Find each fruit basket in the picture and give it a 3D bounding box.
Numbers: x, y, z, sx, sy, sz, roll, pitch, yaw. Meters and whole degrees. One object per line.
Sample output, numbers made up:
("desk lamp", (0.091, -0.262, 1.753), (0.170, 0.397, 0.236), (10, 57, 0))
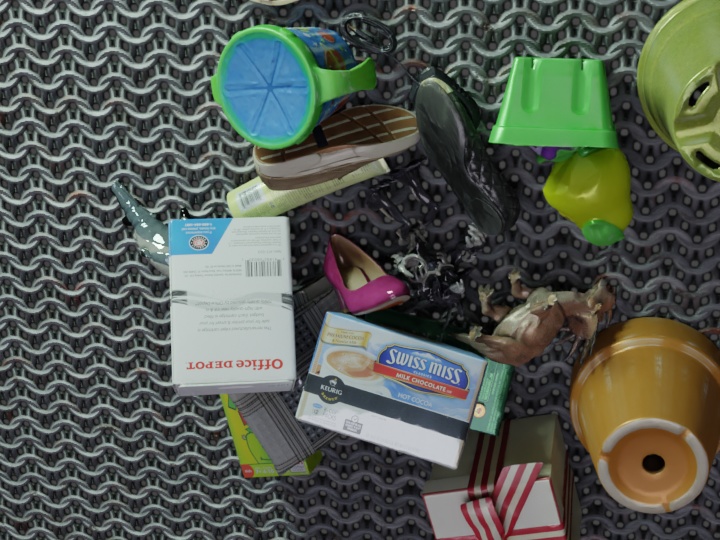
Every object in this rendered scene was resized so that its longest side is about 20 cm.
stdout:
("fruit basket", (0.223, -0.129, 1.362), (0.154, 0.216, 0.217), (4, 114, 11))

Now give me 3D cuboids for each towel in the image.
("towel", (-0.071, 0.130, 1.580), (0.192, 0.035, 0.201), (-33, 108, -11))

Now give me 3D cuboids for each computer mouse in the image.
("computer mouse", (0.060, -0.230, 1.451), (0.200, 0.034, 0.059), (42, 125, -5))

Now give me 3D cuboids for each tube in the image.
("tube", (-0.067, -0.112, 1.525), (0.199, 0.052, 0.058), (-25, 145, 17))

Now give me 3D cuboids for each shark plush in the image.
("shark plush", (-0.237, -0.042, 1.603), (0.200, 0.091, 0.083), (42, 97, 16))

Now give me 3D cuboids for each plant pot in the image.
("plant pot", (0.391, -0.180, 1.311), (0.198, 0.184, 0.202), (5, 114, 10))
("plant pot", (0.343, 0.184, 1.479), (0.198, 0.183, 0.202), (5, 114, 11))

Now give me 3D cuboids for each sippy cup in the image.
("sippy cup", (-0.073, -0.218, 1.421), (0.177, 0.130, 0.140), (37, 123, 15))

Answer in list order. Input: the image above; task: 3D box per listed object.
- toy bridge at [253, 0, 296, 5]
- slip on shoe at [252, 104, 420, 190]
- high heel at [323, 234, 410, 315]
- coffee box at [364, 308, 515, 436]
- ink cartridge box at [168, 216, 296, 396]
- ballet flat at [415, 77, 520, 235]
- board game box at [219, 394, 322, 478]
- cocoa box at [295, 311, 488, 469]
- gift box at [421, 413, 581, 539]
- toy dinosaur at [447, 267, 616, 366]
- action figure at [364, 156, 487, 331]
("toy bridge", (-0.105, -0.342, 1.442), (0.198, 0.027, 0.068), (15, 118, 6))
("slip on shoe", (-0.025, -0.138, 1.466), (0.198, 0.076, 0.061), (-16, 139, -3))
("high heel", (0.000, 0.000, 1.481), (0.067, 0.200, 0.097), (-15, 93, -23))
("coffee box", (0.090, 0.123, 1.565), (0.198, 0.044, 0.124), (13, 93, 4))
("ink cartridge box", (-0.154, 0.043, 1.499), (0.145, 0.086, 0.202), (-2, 77, -7))
("ballet flat", (0.121, -0.132, 1.442), (0.066, 0.057, 0.201), (-17, 108, 39))
("board game box", (-0.127, 0.171, 1.642), (0.101, 0.048, 0.202), (-7, 108, 25))
("cocoa box", (0.040, 0.137, 1.479), (0.198, 0.133, 0.132), (17, 89, 5))
("gift box", (0.192, 0.292, 1.559), (0.198, 0.187, 0.186), (-15, 109, 20))
("toy dinosaur", (0.208, 0.072, 1.499), (0.199, 0.086, 0.136), (-30, 129, 21))
("action figure", (0.083, -0.025, 1.488), (0.118, 0.102, 0.201), (-32, 100, -23))
